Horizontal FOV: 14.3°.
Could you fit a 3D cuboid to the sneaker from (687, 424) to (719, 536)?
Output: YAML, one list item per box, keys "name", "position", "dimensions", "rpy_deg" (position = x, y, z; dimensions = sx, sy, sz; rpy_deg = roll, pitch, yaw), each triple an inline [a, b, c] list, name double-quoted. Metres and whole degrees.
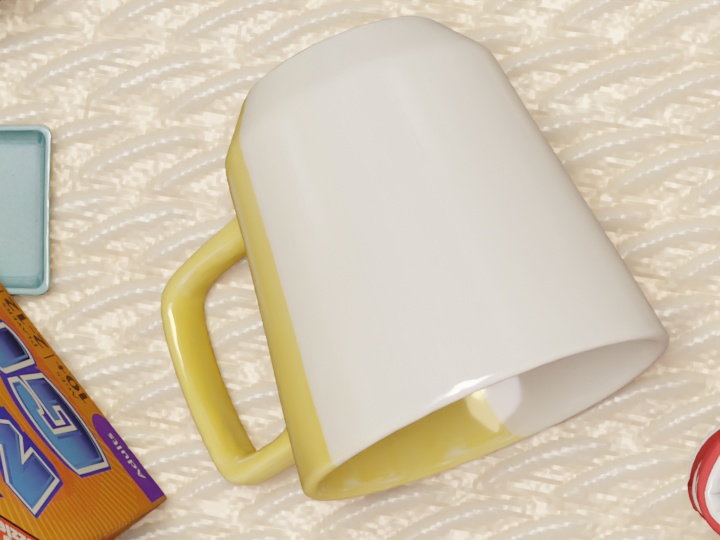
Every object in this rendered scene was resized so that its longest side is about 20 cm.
- name: "sneaker"
  position: [0.217, 0.062, 1.073]
  dimensions: [0.199, 0.112, 0.072]
  rpy_deg: [-19, 87, 9]

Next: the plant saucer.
- name: "plant saucer"
  position: [-0.223, -0.026, 1.201]
  dimensions: [0.199, 0.019, 0.070]
  rpy_deg: [1, 90, 9]

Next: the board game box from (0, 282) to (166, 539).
- name: "board game box"
  position: [-0.230, 0.083, 1.099]
  dimensions: [0.200, 0.200, 0.200]
  rpy_deg: [-39, 87, 10]

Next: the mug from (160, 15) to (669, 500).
- name: "mug"
  position: [0.004, -0.004, 1.101]
  dimensions: [0.186, 0.149, 0.154]
  rpy_deg: [-23, 78, 3]
